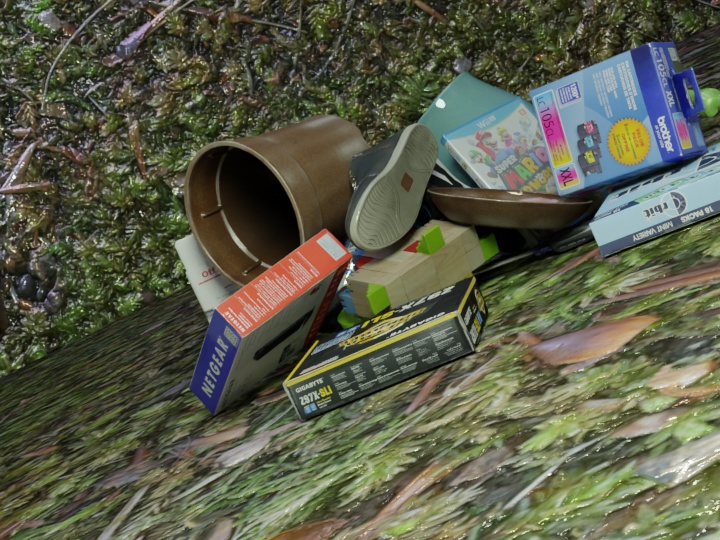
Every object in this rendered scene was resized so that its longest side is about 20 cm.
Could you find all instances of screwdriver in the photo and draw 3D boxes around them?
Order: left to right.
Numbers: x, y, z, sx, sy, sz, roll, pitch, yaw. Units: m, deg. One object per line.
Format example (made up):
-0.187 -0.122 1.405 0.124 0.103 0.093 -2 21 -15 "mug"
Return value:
0.195 -0.016 1.552 0.199 0.028 0.029 -23 -23 20 "screwdriver"

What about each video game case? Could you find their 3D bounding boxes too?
0.218 -0.130 1.675 0.143 0.200 0.018 -28 -23 -27 "video game case"

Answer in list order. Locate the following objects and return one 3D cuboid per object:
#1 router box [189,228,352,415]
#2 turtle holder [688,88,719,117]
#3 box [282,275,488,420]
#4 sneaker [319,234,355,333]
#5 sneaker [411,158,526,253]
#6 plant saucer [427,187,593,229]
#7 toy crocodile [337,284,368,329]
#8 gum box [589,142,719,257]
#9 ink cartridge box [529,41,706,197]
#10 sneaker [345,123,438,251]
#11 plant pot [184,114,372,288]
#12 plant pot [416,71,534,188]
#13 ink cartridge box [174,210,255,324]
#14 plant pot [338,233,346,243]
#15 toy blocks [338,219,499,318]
-0.108 0.063 1.513 0.179 0.049 0.200 -37 -15 -32 "router box"
0.438 -0.226 1.911 0.184 0.142 0.132 14 9 -23 "turtle holder"
0.031 0.079 1.345 0.199 0.050 0.160 -23 6 16 "box"
0.000 0.000 1.690 0.200 0.077 0.076 -46 -33 -3 "sneaker"
0.119 -0.064 1.640 0.073 0.199 0.112 -53 5 36 "sneaker"
0.178 -0.074 1.537 0.199 0.037 0.200 3 7 0 "plant saucer"
0.049 0.022 1.615 0.199 0.068 0.062 -31 13 -28 "toy crocodile"
0.358 -0.088 1.445 0.169 0.045 0.200 -22 9 25 "gum box"
0.311 -0.179 1.488 0.199 0.138 0.076 -19 -3 38 "ink cartridge box"
0.017 -0.087 1.544 0.106 0.075 0.201 -19 30 44 "sneaker"
-0.088 -0.101 1.640 0.199 0.201 0.198 -18 11 45 "plant pot"
0.175 -0.172 1.811 0.200 0.188 0.200 -49 -4 -4 "plant pot"
-0.160 0.027 1.743 0.115 0.201 0.068 -24 7 2 "ink cartridge box"
0.044 -0.059 1.816 0.199 0.202 0.183 -21 -3 25 "plant pot"
0.047 -0.003 1.529 0.199 0.101 0.136 -34 25 -31 "toy blocks"
